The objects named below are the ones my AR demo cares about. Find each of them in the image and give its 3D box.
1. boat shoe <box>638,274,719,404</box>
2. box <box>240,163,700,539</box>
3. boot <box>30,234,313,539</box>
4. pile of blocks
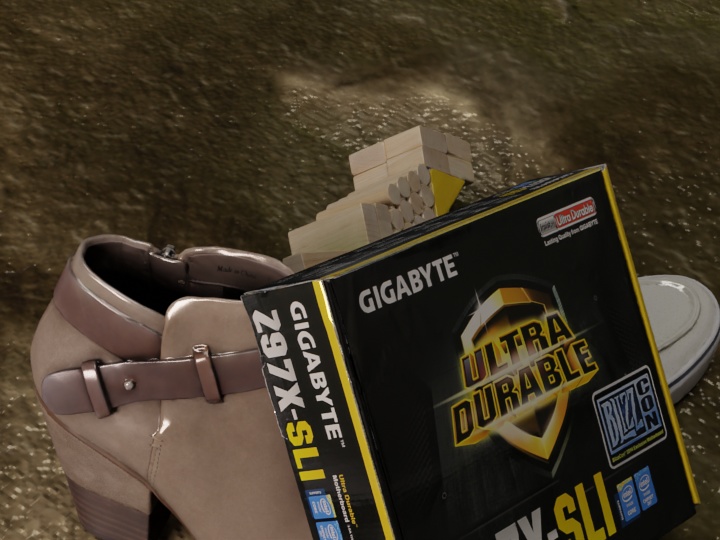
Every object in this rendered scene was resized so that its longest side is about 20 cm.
[{"bbox_3d":[0.092,0.034,0.950,0.199,0.070,0.071,-17,48,-25],"label":"boat shoe"},{"bbox_3d":[0.052,0.057,0.831,0.049,0.161,0.199,-10,7,41],"label":"box"},{"bbox_3d":[-0.040,0.063,0.839,0.198,0.147,0.070,10,35,1],"label":"boot"},{"bbox_3d":[0.000,0.000,0.992,0.062,0.082,0.200,-20,17,34],"label":"pile of blocks"}]
